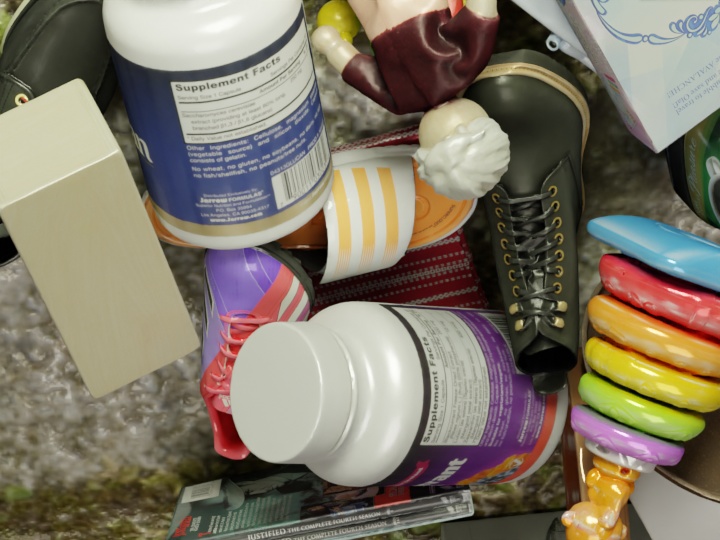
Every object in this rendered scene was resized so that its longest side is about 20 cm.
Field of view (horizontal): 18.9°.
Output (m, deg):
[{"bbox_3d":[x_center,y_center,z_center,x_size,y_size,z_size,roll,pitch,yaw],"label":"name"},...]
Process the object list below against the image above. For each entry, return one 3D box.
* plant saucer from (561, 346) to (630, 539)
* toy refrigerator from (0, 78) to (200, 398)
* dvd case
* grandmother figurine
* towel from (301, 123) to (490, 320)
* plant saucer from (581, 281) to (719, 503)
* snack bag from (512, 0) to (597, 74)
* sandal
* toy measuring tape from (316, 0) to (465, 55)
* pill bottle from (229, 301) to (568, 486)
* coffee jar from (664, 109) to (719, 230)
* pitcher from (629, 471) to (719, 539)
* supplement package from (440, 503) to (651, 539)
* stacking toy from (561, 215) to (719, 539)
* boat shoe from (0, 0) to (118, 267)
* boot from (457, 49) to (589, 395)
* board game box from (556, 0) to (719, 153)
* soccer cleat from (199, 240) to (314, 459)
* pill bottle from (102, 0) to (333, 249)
[{"bbox_3d":[0.154,0.149,1.415,0.032,0.200,0.201,-4,131,2],"label":"plant saucer"},{"bbox_3d":[-0.160,-0.016,1.258,0.076,0.070,0.200,-27,144,-7],"label":"toy refrigerator"},{"bbox_3d":[-0.027,0.152,1.437,0.200,0.146,0.022,-10,100,1],"label":"dvd case"},{"bbox_3d":[0.029,-0.133,1.171,0.061,0.200,0.121,-22,-178,-43],"label":"grandmother figurine"},{"bbox_3d":[0.000,0.000,1.385,0.144,0.023,0.200,-15,129,7],"label":"towel"},{"bbox_3d":[0.228,0.074,1.369,0.200,0.201,0.037,7,141,-14],"label":"plant saucer"},{"bbox_3d":[0.167,-0.197,1.206,0.200,0.021,0.189,31,101,-30],"label":"snack bag"},{"bbox_3d":[-0.030,-0.025,1.310,0.206,0.059,0.079,-5,131,1],"label":"sandal"},{"bbox_3d":[0.075,-0.146,1.234,0.200,0.074,0.074,-8,131,-1],"label":"toy measuring tape"},{"bbox_3d":[0.023,0.076,1.316,0.200,0.112,0.111,4,134,-43],"label":"pill bottle"},{"bbox_3d":[0.261,-0.045,1.270,0.085,0.200,0.104,-29,133,-14],"label":"coffee jar"},{"bbox_3d":[0.286,0.135,1.479,0.200,0.121,0.172,-29,125,3],"label":"pitcher"},{"bbox_3d":[0.163,0.251,1.560,0.200,0.117,0.117,-6,131,-4],"label":"supplement package"},{"bbox_3d":[0.165,0.076,1.260,0.116,0.110,0.200,17,97,-26],"label":"stacking toy"},{"bbox_3d":[-0.186,-0.086,1.259,0.074,0.063,0.202,19,124,-21],"label":"boat shoe"},{"bbox_3d":[0.102,-0.026,1.258,0.077,0.139,0.200,-7,153,15],"label":"boot"},{"bbox_3d":[0.192,-0.199,1.177,0.200,0.043,0.199,-36,121,-2],"label":"board game box"},{"bbox_3d":[-0.070,0.047,1.332,0.068,0.073,0.200,17,151,8],"label":"soccer cleat"},{"bbox_3d":[-0.082,-0.120,1.211,0.111,0.111,0.200,-10,131,0],"label":"pill bottle"}]
